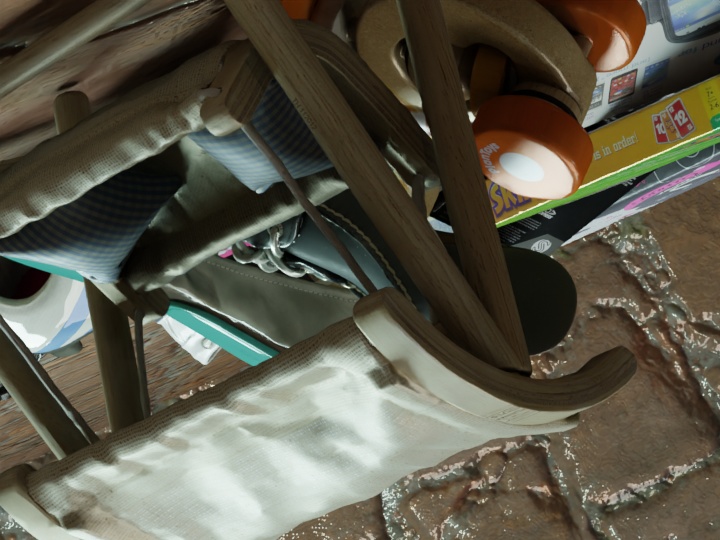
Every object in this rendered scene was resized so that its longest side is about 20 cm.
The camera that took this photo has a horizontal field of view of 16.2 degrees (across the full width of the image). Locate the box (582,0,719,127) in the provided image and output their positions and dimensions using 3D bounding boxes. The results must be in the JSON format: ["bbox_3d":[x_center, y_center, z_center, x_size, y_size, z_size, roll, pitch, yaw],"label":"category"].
[{"bbox_3d":[0.131,-0.122,1.034,0.119,0.042,0.200,-21,155,-7],"label":"box"}]

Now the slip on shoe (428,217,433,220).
[{"bbox_3d":[0.080,-0.105,1.302,0.200,0.061,0.074,-39,143,21],"label":"slip on shoe"}]

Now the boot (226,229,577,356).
[{"bbox_3d":[0.000,0.000,1.227,0.200,0.074,0.075,14,-176,-10],"label":"boot"}]

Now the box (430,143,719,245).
[{"bbox_3d":[0.132,-0.085,1.402,0.200,0.115,0.132,-28,175,37],"label":"box"}]

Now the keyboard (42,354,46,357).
[{"bbox_3d":[-0.116,-0.012,1.320,0.200,0.040,0.104,-28,-163,24],"label":"keyboard"}]

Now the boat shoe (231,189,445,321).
[{"bbox_3d":[-0.027,-0.018,0.999,0.062,0.200,0.073,-33,134,-16],"label":"boat shoe"}]

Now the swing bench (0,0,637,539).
[{"bbox_3d":[-0.045,-0.001,0.889,0.199,0.200,0.130,-28,174,37],"label":"swing bench"}]

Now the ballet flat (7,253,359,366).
[{"bbox_3d":[-0.081,-0.008,1.086,0.200,0.064,0.067,25,169,-23],"label":"ballet flat"}]

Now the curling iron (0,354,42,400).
[{"bbox_3d":[-0.128,-0.008,1.206,0.200,0.026,0.050,-46,152,1],"label":"curling iron"}]

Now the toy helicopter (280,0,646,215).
[{"bbox_3d":[0.020,-0.067,1.013,0.079,0.132,0.200,-66,-175,-25],"label":"toy helicopter"}]

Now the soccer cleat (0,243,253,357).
[{"bbox_3d":[-0.095,-0.034,1.125,0.200,0.070,0.086,-36,142,10],"label":"soccer cleat"}]

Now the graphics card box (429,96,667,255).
[{"bbox_3d":[0.124,-0.090,1.242,0.200,0.051,0.125,-41,153,17],"label":"graphics card box"}]

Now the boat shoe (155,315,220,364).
[{"bbox_3d":[-0.034,-0.022,1.413,0.200,0.065,0.074,-38,-175,27],"label":"boat shoe"}]

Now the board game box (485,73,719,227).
[{"bbox_3d":[0.137,-0.061,1.120,0.095,0.030,0.200,-19,180,-40],"label":"board game box"}]
